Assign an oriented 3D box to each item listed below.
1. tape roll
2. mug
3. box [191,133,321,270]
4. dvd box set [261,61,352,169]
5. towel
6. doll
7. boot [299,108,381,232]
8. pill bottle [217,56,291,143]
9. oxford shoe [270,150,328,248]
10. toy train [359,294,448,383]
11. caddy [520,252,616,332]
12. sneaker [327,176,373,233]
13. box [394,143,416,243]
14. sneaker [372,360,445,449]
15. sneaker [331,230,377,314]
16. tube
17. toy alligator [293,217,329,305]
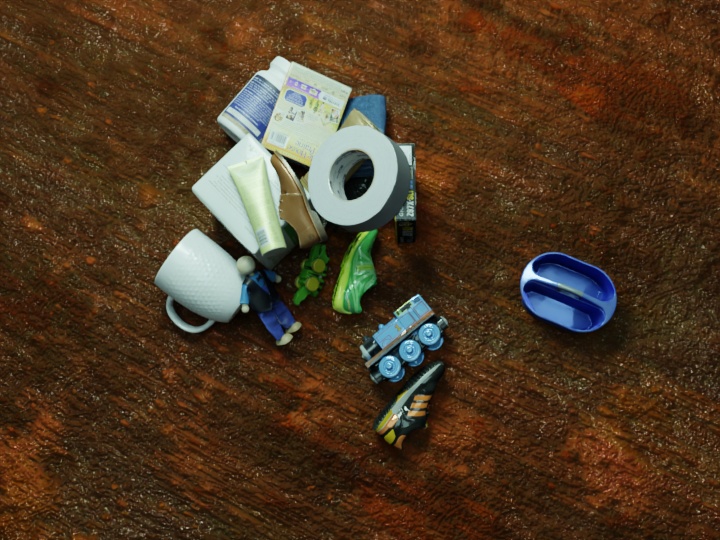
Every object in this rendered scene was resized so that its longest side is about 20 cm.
[{"bbox_3d":[-0.004,-0.180,1.552,0.199,0.066,0.202,-5,79,27],"label":"tape roll"},{"bbox_3d":[-0.338,0.043,1.683,0.175,0.148,0.201,37,107,-1],"label":"mug"},{"bbox_3d":[-0.214,-0.139,1.669,0.171,0.199,0.200,-44,80,-5],"label":"box"},{"bbox_3d":[-0.118,-0.330,1.704,0.145,0.029,0.202,20,82,-13],"label":"dvd box set"},{"bbox_3d":[0.001,-0.296,1.721,0.111,0.049,0.202,-7,60,20],"label":"towel"},{"bbox_3d":[-0.200,0.054,1.657,0.048,0.137,0.201,-14,116,39],"label":"doll"},{"bbox_3d":[-0.019,-0.207,1.634,0.175,0.066,0.200,45,102,15],"label":"boot"},{"bbox_3d":[-0.216,-0.371,1.757,0.115,0.116,0.200,39,85,10],"label":"pill bottle"},{"bbox_3d":[-0.136,-0.137,1.531,0.071,0.071,0.201,-25,88,0],"label":"oxford shoe"},{"bbox_3d":[0.087,0.147,1.653,0.200,0.087,0.114,-39,70,-1],"label":"toy train"},{"bbox_3d":[0.426,0.048,1.628,0.198,0.105,0.142,22,81,9],"label":"caddy"},{"bbox_3d":[0.005,-0.172,1.732,0.198,0.060,0.105,-25,76,5],"label":"sneaker"},{"bbox_3d":[0.093,-0.156,1.648,0.049,0.200,0.161,-3,80,3],"label":"box"},{"bbox_3d":[0.119,0.281,1.636,0.090,0.070,0.200,44,86,-4],"label":"sneaker"},{"bbox_3d":[0.000,0.000,1.699,0.083,0.074,0.202,21,82,-12],"label":"sneaker"},{"bbox_3d":[-0.197,-0.126,1.545,0.058,0.052,0.202,-9,74,-41],"label":"tube"},{"bbox_3d":[-0.092,-0.013,1.713,0.054,0.059,0.202,25,78,-33],"label":"toy alligator"}]
